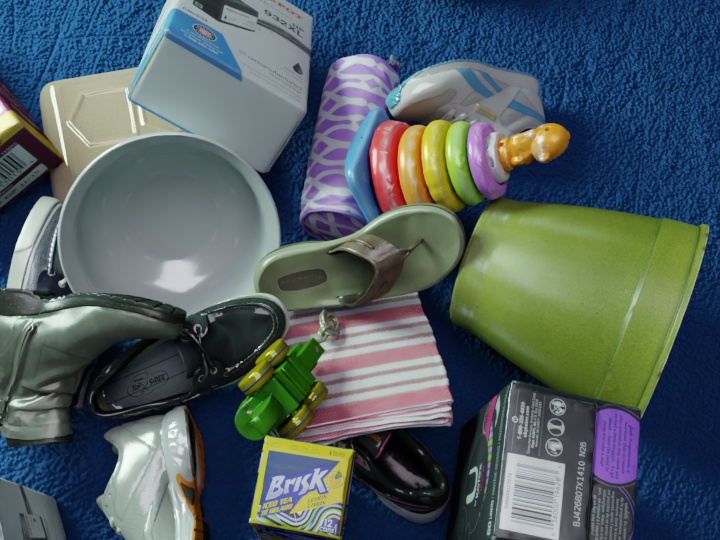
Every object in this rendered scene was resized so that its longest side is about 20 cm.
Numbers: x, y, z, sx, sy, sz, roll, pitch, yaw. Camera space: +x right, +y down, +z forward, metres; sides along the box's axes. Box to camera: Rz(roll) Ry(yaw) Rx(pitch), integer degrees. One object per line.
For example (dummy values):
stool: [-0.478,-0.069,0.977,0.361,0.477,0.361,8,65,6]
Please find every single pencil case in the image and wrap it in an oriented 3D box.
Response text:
pencil case: [-0.009,-0.125,0.877,0.083,0.085,0.202,-3,64,33]

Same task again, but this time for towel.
towel: [-0.004,0.074,0.783,0.144,0.030,0.201,-8,40,-5]

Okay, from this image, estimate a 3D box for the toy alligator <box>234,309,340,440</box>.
toy alligator: [-0.063,0.092,0.704,0.054,0.200,0.059,-39,97,23]

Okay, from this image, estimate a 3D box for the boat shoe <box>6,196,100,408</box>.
boat shoe: [-0.281,0.035,0.794,0.092,0.075,0.203,12,78,-5]

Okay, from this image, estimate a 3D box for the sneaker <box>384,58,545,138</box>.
sneaker: [0.116,-0.163,0.874,0.198,0.076,0.082,-3,75,-32]

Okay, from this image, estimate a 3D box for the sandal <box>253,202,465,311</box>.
sandal: [0.000,0.001,0.757,0.199,0.057,0.081,-17,108,9]

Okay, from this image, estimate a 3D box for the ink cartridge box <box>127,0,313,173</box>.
ink cartridge box: [-0.127,-0.210,0.824,0.144,0.084,0.201,26,35,-21]

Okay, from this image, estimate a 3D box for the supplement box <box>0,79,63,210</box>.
supplement box: [-0.411,-0.153,0.823,0.131,0.103,0.200,-39,77,-5]

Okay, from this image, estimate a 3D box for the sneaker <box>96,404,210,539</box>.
sneaker: [-0.181,0.223,0.734,0.091,0.076,0.202,-9,62,-1]

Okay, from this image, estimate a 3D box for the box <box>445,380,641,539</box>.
box: [0.142,0.181,0.704,0.105,0.200,0.124,12,68,0]

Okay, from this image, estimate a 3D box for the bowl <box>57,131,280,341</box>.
bowl: [-0.178,-0.040,0.797,0.198,0.090,0.204,-5,113,-12]

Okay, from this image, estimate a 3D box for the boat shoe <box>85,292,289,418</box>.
boat shoe: [-0.157,0.080,0.754,0.197,0.066,0.075,-20,91,7]

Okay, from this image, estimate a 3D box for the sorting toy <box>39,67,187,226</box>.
sorting toy: [-0.225,-0.127,0.881,0.198,0.037,0.187,-13,71,-6]

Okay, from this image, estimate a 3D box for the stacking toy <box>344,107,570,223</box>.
stacking toy: [0.096,-0.098,0.773,0.198,0.110,0.117,-10,41,29]

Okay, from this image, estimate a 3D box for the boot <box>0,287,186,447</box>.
boot: [-0.246,0.084,0.722,0.197,0.068,0.132,3,87,6]

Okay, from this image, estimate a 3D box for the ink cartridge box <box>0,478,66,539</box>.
ink cartridge box: [-0.318,0.224,0.644,0.144,0.200,0.086,-18,71,-12]

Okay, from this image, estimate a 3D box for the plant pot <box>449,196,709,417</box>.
plant pot: [0.192,0.021,0.788,0.191,0.201,0.202,21,68,15]

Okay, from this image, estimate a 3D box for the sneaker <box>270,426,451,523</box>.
sneaker: [0.001,0.149,0.764,0.198,0.087,0.081,27,68,5]

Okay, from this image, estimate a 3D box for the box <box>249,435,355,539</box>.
box: [-0.045,0.187,0.683,0.069,0.200,0.065,9,69,0]
